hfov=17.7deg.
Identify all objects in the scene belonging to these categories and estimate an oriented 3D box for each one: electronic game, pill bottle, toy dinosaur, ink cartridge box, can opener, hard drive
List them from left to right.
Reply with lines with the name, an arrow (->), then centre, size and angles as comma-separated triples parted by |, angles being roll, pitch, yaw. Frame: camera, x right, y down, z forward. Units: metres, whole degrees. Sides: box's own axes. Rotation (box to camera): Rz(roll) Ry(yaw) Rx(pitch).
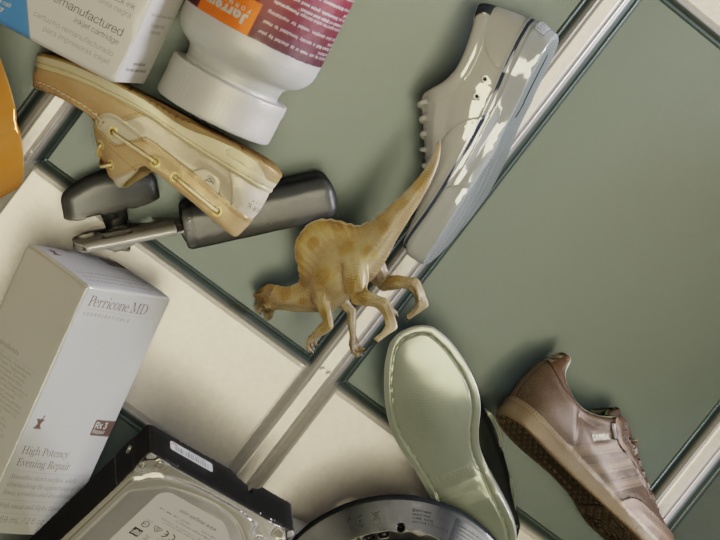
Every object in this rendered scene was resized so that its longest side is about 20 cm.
ink cartridge box -> -0.181, -0.252, 1.618 | 0.144, 0.084, 0.201 | 27, 98, 6
hard drive -> -0.163, 0.213, 1.693 | 0.139, 0.038, 0.200 | 33, 118, -29
can opener -> -0.120, -0.053, 1.702 | 0.199, 0.053, 0.067 | -13, 104, -5
pill bottle -> -0.062, -0.198, 1.648 | 0.109, 0.110, 0.201 | 26, 98, -12
toy dinosaur -> 0.000, 0.000, 1.687 | 0.200, 0.058, 0.101 | -38, 88, 24
electronic game -> 0.024, 0.263, 1.759 | 0.199, 0.042, 0.201 | -1, 111, -2

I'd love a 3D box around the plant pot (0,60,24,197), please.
plant pot -> -0.339, -0.094, 1.606 | 0.182, 0.200, 0.201 | -16, 104, -19

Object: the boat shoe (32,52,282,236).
boat shoe -> -0.157, -0.090, 1.659 | 0.199, 0.074, 0.069 | 28, 93, 10

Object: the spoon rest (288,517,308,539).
spoon rest -> -0.100, 0.211, 1.768 | 0.200, 0.061, 0.099 | 38, 97, -26

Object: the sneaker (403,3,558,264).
sneaker -> 0.074, -0.103, 1.716 | 0.071, 0.073, 0.201 | 30, 99, 14

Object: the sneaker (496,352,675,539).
sneaker -> 0.192, 0.148, 1.776 | 0.200, 0.070, 0.076 | 47, 72, -23

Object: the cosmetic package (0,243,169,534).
cosmetic package -> -0.229, 0.089, 1.687 | 0.074, 0.101, 0.201 | 32, 102, 32

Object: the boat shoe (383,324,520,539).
boat shoe -> 0.068, 0.128, 1.761 | 0.075, 0.060, 0.201 | -13, 106, 10
